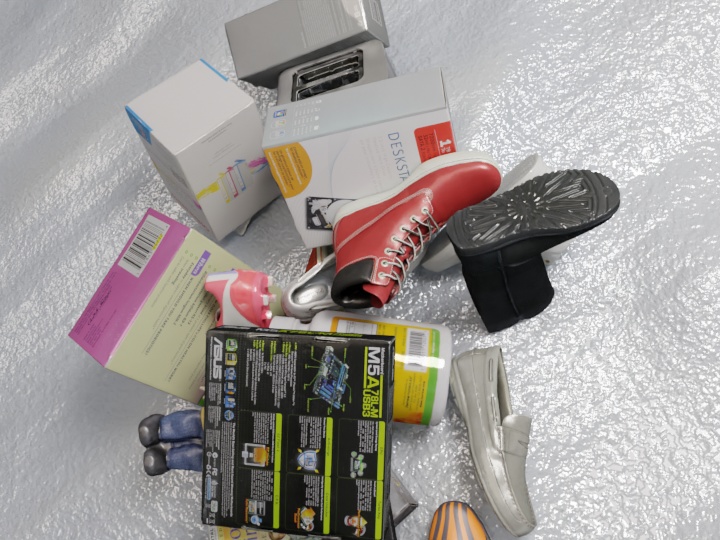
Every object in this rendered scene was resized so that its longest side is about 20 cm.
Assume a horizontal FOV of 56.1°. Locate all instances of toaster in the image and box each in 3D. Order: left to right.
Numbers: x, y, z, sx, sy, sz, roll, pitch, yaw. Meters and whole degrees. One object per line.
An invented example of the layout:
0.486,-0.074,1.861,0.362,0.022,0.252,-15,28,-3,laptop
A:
-0.020,-0.182,0.877,0.198,0.119,0.182,-13,51,16,toaster

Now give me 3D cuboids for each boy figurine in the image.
-0.148,0.191,0.771,0.198,0.064,0.126,-10,84,13,boy figurine

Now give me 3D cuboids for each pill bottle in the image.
-0.004,0.104,0.751,0.198,0.111,0.112,7,72,2,pill bottle

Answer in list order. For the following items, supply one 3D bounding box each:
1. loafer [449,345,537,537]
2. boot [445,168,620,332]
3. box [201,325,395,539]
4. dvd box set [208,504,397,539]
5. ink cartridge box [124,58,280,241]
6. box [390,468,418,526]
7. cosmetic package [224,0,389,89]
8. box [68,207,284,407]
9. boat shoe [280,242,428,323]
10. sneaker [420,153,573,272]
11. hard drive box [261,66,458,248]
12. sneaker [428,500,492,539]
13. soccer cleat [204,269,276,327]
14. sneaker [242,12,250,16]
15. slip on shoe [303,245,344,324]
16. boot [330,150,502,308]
0.151,0.175,0.720,0.069,0.070,0.202,-25,62,20,loafer
0.186,-0.010,0.706,0.163,0.200,0.066,-13,56,14,boot
-0.063,0.161,0.681,0.191,0.048,0.202,2,92,8,box
-0.061,0.283,0.715,0.198,0.029,0.148,-11,79,8,dvd box set
-0.203,-0.153,0.923,0.125,0.201,0.128,-39,60,-17,ink cartridge box
-0.054,0.243,0.785,0.158,0.048,0.200,-42,62,3,box
-0.071,-0.320,0.919,0.198,0.107,0.091,-11,93,18,cosmetic package
-0.211,0.055,0.826,0.096,0.200,0.177,23,80,40,box
0.000,0.000,0.793,0.199,0.069,0.071,-31,85,-12,boat shoe
0.169,-0.032,0.790,0.200,0.115,0.074,-39,18,39,sneaker
0.010,-0.121,0.757,0.198,0.157,0.077,-11,45,11,hard drive box
0.095,0.328,0.657,0.077,0.112,0.202,-11,67,16,sneaker
-0.136,0.078,0.806,0.076,0.201,0.067,7,43,5,soccer cleat
-0.082,-0.382,1.030,0.198,0.073,0.113,19,74,18,sneaker
-0.054,0.021,0.861,0.061,0.074,0.202,-5,73,23,slip on shoe
0.058,-0.033,0.688,0.199,0.073,0.145,-24,38,21,boot
